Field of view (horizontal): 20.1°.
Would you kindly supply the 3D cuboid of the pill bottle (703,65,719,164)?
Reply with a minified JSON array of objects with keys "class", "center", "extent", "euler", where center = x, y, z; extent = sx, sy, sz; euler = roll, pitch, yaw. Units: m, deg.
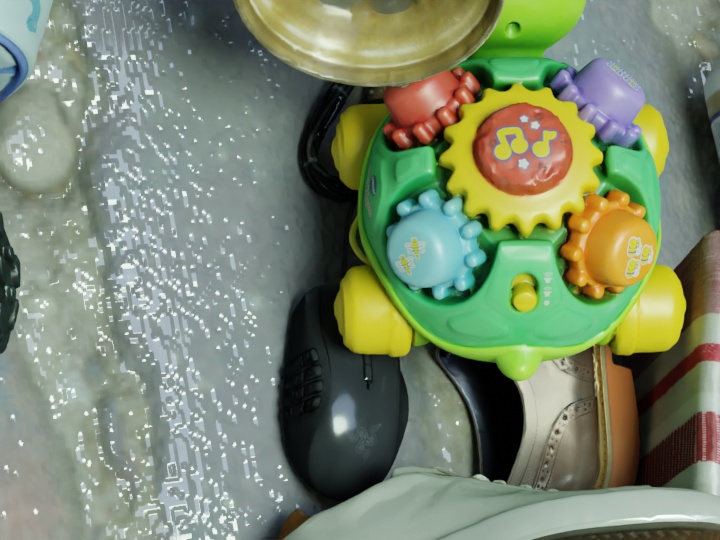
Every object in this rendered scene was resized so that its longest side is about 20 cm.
[{"class":"pill bottle","center":[0.244,-0.011,0.977],"extent":[0.120,0.120,0.200],"euler":[-7,81,-33]}]

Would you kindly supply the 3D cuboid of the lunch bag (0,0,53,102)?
[{"class":"lunch bag","center":[-0.209,-0.116,0.703],"extent":[0.200,0.161,0.083],"euler":[22,67,-24]}]

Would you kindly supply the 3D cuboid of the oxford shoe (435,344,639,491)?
[{"class":"oxford shoe","center":[0.070,0.009,0.896],"extent":[0.073,0.071,0.200],"euler":[-6,81,-28]}]

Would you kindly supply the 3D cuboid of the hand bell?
[{"class":"hand bell","center":[0.009,-0.181,0.823],"extent":[0.104,0.104,0.200],"euler":[26,46,-23]}]

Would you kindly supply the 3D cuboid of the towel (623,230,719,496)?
[{"class":"towel","center":[0.134,0.098,0.870],"extent":[0.023,0.144,0.200],"euler":[7,72,-4]}]

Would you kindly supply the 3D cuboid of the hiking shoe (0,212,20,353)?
[{"class":"hiking shoe","center":[-0.208,-0.023,0.733],"extent":[0.200,0.087,0.075],"euler":[37,58,-45]}]

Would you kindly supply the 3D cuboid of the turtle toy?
[{"class":"turtle toy","center":[0.061,-0.052,0.831],"extent":[0.145,0.101,0.200],"euler":[-1,68,-2]}]

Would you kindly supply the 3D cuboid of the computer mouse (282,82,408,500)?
[{"class":"computer mouse","center":[0.000,0.000,0.876],"extent":[0.059,0.034,0.200],"euler":[12,71,-28]}]

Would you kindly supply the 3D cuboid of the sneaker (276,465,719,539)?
[{"class":"sneaker","center":[0.054,0.102,0.799],"extent":[0.085,0.200,0.073],"euler":[-84,159,-50]}]
